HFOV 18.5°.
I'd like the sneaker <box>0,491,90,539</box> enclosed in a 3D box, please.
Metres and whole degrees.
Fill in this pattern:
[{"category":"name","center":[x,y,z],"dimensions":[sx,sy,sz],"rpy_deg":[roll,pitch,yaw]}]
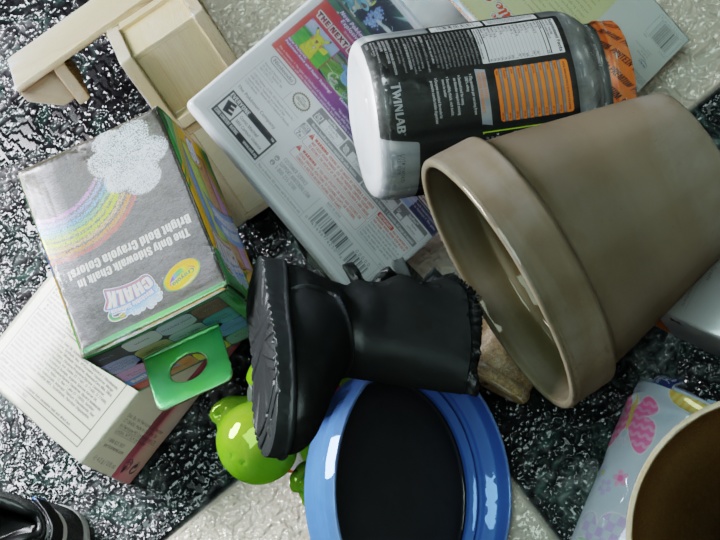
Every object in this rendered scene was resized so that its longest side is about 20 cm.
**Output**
[{"category":"sneaker","center":[-0.325,0.208,1.754],"dimensions":[0.199,0.112,0.074],"rpy_deg":[-10,72,14]}]

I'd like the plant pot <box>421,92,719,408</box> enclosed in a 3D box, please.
[{"category":"plant pot","center":[0.165,-0.031,1.545],"dimensions":[0.173,0.200,0.201],"rpy_deg":[-30,68,-9]}]

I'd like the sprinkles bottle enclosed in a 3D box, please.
[{"category":"sprinkles bottle","center":[0.145,0.001,1.697],"dimensions":[0.068,0.068,0.201],"rpy_deg":[28,84,21]}]

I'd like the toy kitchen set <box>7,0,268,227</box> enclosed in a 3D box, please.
[{"category":"toy kitchen set","center":[-0.172,-0.138,1.828],"dimensions":[0.163,0.181,0.200],"rpy_deg":[-33,29,2]}]

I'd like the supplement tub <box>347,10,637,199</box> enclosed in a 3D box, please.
[{"category":"supplement tub","center":[0.096,-0.124,1.634],"dimensions":[0.199,0.123,0.123],"rpy_deg":[-8,72,-9]}]

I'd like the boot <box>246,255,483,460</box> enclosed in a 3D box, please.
[{"category":"boot","center":[0.006,0.062,1.540],"dimensions":[0.161,0.074,0.199],"rpy_deg":[9,35,-12]}]

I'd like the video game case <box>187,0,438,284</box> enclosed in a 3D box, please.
[{"category":"video game case","center":[-0.002,-0.108,1.692],"dimensions":[0.182,0.023,0.200],"rpy_deg":[-41,92,-11]}]

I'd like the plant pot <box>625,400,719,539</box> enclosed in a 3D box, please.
[{"category":"plant pot","center":[0.292,0.197,1.529],"dimensions":[0.185,0.200,0.188],"rpy_deg":[-5,73,16]}]

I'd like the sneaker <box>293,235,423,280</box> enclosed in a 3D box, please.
[{"category":"sneaker","center":[0.000,0.000,1.728],"dimensions":[0.066,0.090,0.200],"rpy_deg":[-41,68,3]}]

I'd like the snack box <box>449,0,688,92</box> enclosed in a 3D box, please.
[{"category":"snack box","center":[0.148,-0.209,1.706],"dimensions":[0.116,0.037,0.200],"rpy_deg":[-45,110,0]}]

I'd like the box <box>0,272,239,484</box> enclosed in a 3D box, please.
[{"category":"box","center":[-0.184,0.049,1.758],"dimensions":[0.128,0.109,0.200],"rpy_deg":[38,88,21]}]

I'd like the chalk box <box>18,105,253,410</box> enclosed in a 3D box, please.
[{"category":"chalk box","center":[-0.150,0.005,1.638],"dimensions":[0.124,0.124,0.201],"rpy_deg":[-24,72,7]}]

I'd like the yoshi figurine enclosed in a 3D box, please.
[{"category":"yoshi figurine","center":[-0.059,0.129,1.647],"dimensions":[0.112,0.200,0.113],"rpy_deg":[-9,66,9]}]

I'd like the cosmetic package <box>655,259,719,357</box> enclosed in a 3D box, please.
[{"category":"cosmetic package","center":[0.272,0.024,1.636],"dimensions":[0.199,0.101,0.072],"rpy_deg":[27,85,22]}]

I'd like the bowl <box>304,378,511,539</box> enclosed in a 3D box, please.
[{"category":"bowl","center":[0.035,0.163,1.624],"dimensions":[0.039,0.200,0.202],"rpy_deg":[-8,71,42]}]

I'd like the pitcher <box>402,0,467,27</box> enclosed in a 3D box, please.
[{"category":"pitcher","center":[0.079,-0.215,1.761],"dimensions":[0.171,0.121,0.201],"rpy_deg":[30,96,3]}]

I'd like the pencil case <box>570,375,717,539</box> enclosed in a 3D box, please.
[{"category":"pencil case","center":[0.209,0.182,1.620],"dimensions":[0.090,0.083,0.201],"rpy_deg":[19,81,43]}]
